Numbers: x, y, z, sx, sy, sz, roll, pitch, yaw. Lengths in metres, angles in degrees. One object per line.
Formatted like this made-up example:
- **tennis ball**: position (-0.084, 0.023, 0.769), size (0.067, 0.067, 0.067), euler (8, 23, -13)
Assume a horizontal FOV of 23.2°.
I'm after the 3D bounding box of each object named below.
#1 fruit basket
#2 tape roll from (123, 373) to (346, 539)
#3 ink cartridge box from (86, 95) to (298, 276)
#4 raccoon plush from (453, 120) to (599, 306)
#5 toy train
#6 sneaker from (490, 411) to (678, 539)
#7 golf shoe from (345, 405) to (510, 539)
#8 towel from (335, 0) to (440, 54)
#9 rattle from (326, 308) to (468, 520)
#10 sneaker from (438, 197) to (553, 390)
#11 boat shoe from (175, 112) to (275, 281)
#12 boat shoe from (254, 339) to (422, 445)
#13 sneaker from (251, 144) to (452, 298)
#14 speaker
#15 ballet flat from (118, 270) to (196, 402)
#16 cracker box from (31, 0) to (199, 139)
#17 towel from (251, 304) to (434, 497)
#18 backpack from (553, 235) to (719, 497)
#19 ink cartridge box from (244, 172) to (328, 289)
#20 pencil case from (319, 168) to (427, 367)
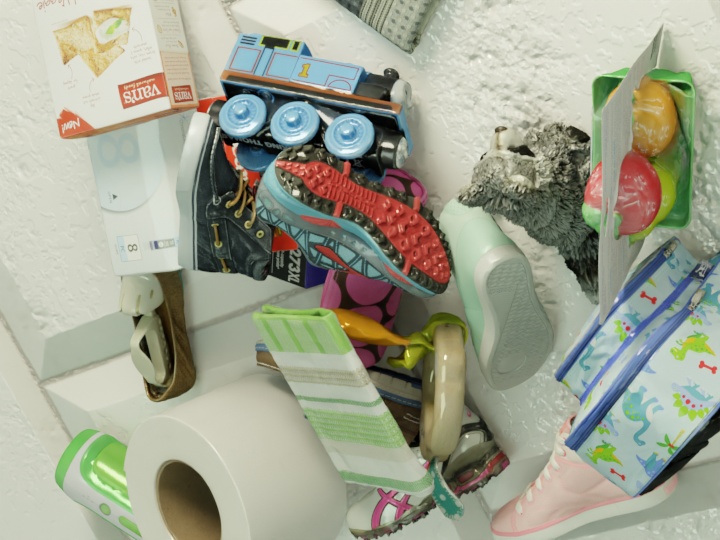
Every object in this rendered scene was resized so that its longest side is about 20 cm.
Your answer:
- **fruit basket**: position (0.214, -0.083, 1.433), size (0.093, 0.200, 0.187), euler (10, 121, 25)
- **tape roll**: position (-0.129, 0.223, 1.816), size (0.202, 0.138, 0.205), euler (21, 121, 41)
- **ink cartridge box**: position (-0.167, -0.084, 1.719), size (0.198, 0.047, 0.162), euler (-5, 99, 29)
- **raccoon plush**: position (0.169, -0.039, 1.526), size (0.096, 0.134, 0.201), euler (-31, 97, 37)
- **toy train**: position (-0.042, -0.146, 1.608), size (0.198, 0.115, 0.087), euler (12, 155, 19)
- **sneaker**: position (0.195, 0.190, 1.675), size (0.199, 0.075, 0.105), euler (-23, 104, 32)
- **golf shoe**: position (0.056, 0.202, 1.773), size (0.199, 0.072, 0.093), euler (-34, 87, 29)
- **towel**: position (0.011, -0.321, 1.541), size (0.192, 0.034, 0.201), euler (38, 131, 12)
- **rattle**: position (0.035, 0.139, 1.648), size (0.131, 0.141, 0.202), euler (-121, 31, -50)
- **sneaker**: position (0.122, 0.016, 1.643), size (0.202, 0.073, 0.119), euler (79, 166, -47)
- **boat shoe**: position (-0.120, -0.067, 1.629), size (0.090, 0.071, 0.201), euler (11, 144, 3)
- **boat shoe**: position (-0.027, 0.121, 1.753), size (0.198, 0.072, 0.073), euler (16, 92, 29)
- **sneaker**: position (-0.008, -0.037, 1.575), size (0.199, 0.080, 0.095), euler (34, 144, -16)
- **speaker**: position (-0.243, 0.258, 1.970), size (0.199, 0.088, 0.089), euler (30, 127, 14)
- **ballet flat**: position (-0.222, 0.051, 1.853), size (0.067, 0.072, 0.202), euler (7, 118, 27)
- **cracker box**: position (-0.240, -0.237, 1.673), size (0.133, 0.058, 0.202), euler (-12, 91, 28)
- **towel**: position (-0.014, 0.119, 1.647), size (0.149, 0.031, 0.201), euler (0, 123, 57)
- **backpack**: position (0.253, 0.085, 1.501), size (0.146, 0.200, 0.184), euler (38, 129, 7)
- **ink cartridge box**: position (-0.090, -0.045, 1.747), size (0.198, 0.037, 0.096), euler (18, 122, 20)
- **pencil case**: position (0.000, 0.000, 1.673), size (0.091, 0.093, 0.202), euler (-120, 36, -50)
